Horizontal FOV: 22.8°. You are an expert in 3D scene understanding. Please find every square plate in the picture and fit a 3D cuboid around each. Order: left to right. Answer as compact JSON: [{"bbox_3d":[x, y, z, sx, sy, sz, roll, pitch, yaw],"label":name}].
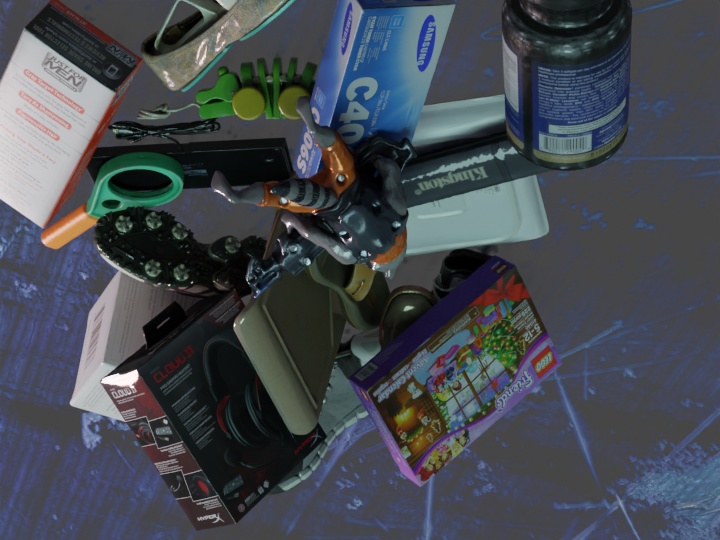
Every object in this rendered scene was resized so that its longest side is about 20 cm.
[{"bbox_3d":[0.073,-0.081,1.728,0.197,0.029,0.201,-7,139,11],"label":"square plate"}]

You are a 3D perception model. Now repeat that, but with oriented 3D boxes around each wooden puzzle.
[{"bbox_3d":[-0.061,0.029,1.737,0.037,0.201,0.186,2,140,25],"label":"wooden puzzle"}]

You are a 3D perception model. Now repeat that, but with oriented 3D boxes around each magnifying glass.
[{"bbox_3d":[-0.248,-0.066,1.745,0.079,0.023,0.199,19,148,-38],"label":"magnifying glass"}]

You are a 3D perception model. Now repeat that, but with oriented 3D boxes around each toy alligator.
[{"bbox_3d":[-0.106,-0.166,1.622,0.198,0.059,0.055,0,100,3],"label":"toy alligator"}]

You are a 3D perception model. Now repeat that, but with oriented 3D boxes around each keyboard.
[{"bbox_3d":[-0.168,-0.113,1.699,0.198,0.021,0.127,-3,154,5],"label":"keyboard"}]

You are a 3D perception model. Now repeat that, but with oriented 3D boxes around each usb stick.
[{"bbox_3d":[0.093,-0.095,1.664,0.199,0.033,0.056,-14,138,18],"label":"usb stick"}]

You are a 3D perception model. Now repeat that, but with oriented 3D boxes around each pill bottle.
[{"bbox_3d":[0.177,-0.190,1.532,0.111,0.112,0.201,-2,139,5],"label":"pill bottle"}]

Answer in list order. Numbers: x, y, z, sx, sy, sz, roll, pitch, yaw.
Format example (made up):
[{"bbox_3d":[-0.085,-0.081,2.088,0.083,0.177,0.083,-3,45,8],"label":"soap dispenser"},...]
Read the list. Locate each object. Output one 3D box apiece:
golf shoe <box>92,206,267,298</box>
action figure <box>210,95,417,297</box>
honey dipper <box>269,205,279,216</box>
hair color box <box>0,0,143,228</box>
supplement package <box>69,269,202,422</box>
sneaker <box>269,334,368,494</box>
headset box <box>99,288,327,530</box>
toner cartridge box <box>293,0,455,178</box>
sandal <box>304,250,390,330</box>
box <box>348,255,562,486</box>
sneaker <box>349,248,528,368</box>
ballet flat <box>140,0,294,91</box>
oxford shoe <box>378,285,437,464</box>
[{"bbox_3d":[-0.186,-0.004,1.775,0.199,0.078,0.088,16,153,-33],"label":"golf shoe"},{"bbox_3d":[-0.037,-0.041,1.558,0.193,0.105,0.200,31,107,-38],"label":"action figure"},{"bbox_3d":[-0.068,-0.014,1.808,0.038,0.038,0.201,-6,137,10],"label":"honey dipper"},{"bbox_3d":[-0.285,-0.140,1.629,0.101,0.061,0.200,35,134,-3],"label":"hair color box"},{"bbox_3d":[-0.185,0.098,1.869,0.199,0.118,0.117,19,146,-18],"label":"supplement package"},{"bbox_3d":[-0.060,0.138,1.895,0.075,0.200,0.116,21,141,37],"label":"sneaker"},{"bbox_3d":[-0.147,0.127,1.738,0.075,0.149,0.201,-19,106,49],"label":"headset box"},{"bbox_3d":[0.010,-0.161,1.577,0.094,0.043,0.201,-8,135,-28],"label":"toner cartridge box"},{"bbox_3d":[0.000,0.000,1.744,0.054,0.081,0.200,17,158,29],"label":"sandal"},{"bbox_3d":[0.097,0.100,1.772,0.200,0.039,0.137,-40,125,-15],"label":"box"},{"bbox_3d":[0.074,0.032,1.839,0.199,0.076,0.116,-15,128,8],"label":"sneaker"},{"bbox_3d":[-0.122,-0.225,1.546,0.067,0.068,0.200,40,126,-21],"label":"ballet flat"},{"bbox_3d":[0.053,0.109,1.801,0.070,0.075,0.201,-1,125,4],"label":"oxford shoe"}]
